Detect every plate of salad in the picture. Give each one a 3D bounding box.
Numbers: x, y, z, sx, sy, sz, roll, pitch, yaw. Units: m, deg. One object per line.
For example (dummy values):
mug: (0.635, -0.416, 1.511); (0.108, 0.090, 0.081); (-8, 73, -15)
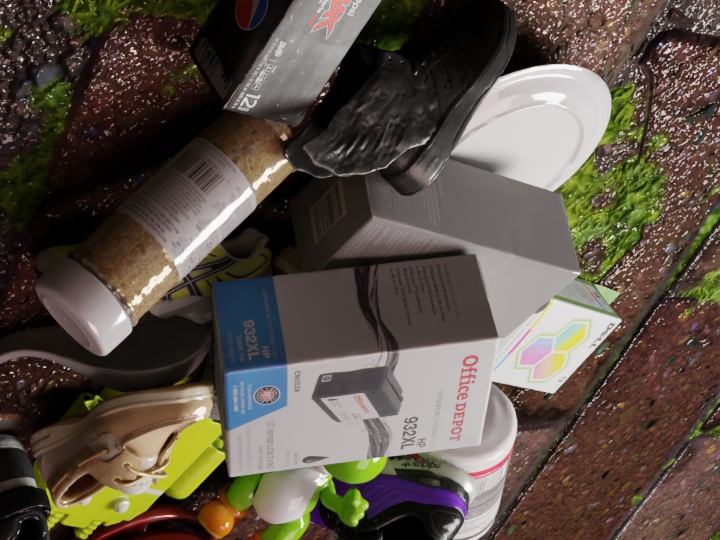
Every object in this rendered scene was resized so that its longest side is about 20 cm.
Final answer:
plate of salad: (0.108, -0.100, 1.202); (0.199, 0.048, 0.201); (-20, 150, -12)

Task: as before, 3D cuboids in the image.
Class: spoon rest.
spoon rest: (-0.207, 0.068, 1.120); (0.199, 0.099, 0.061); (-16, 118, -6)

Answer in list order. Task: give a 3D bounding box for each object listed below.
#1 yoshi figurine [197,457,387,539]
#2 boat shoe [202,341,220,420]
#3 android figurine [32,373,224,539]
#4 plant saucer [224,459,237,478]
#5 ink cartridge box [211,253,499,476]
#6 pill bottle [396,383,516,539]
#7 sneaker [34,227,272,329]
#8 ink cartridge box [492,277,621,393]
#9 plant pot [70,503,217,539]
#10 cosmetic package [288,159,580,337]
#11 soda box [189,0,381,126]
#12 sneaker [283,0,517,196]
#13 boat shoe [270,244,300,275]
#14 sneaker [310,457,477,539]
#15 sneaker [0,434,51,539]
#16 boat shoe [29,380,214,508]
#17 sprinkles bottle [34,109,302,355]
yoshi figurine: (-0.047, 0.185, 1.336); (0.200, 0.112, 0.112); (-43, 137, 7)
boat shoe: (-0.057, 0.082, 1.261); (0.200, 0.072, 0.071); (-4, 103, -58)
android figurine: (-0.194, 0.152, 1.263); (0.200, 0.041, 0.182); (-46, 144, 13)
plant saucer: (-0.034, 0.134, 1.389); (0.199, 0.019, 0.070); (-28, 144, -8)
ink cartridge box: (-0.006, 0.072, 1.113); (0.198, 0.084, 0.146); (-6, 142, -8)
pill bottle: (0.088, 0.203, 1.488); (0.110, 0.111, 0.201); (-18, 142, -21)
sneaker: (-0.149, -0.006, 1.102); (0.199, 0.075, 0.077); (6, 108, -46)
ink cartridge box: (0.177, 0.057, 1.432); (0.199, 0.059, 0.104); (16, 122, -47)
plant pot: (-0.183, 0.322, 1.346); (0.199, 0.183, 0.201); (-22, 144, -17)
cosmetic package: (0.058, -0.023, 1.154); (0.199, 0.091, 0.107); (13, 141, -33)
soda box: (-0.027, -0.193, 0.971); (0.070, 0.063, 0.200); (9, 127, -45)
sneaker: (0.031, -0.134, 1.058); (0.104, 0.060, 0.201); (38, 71, -28)
boat shoe: (0.000, 0.000, 1.228); (0.076, 0.072, 0.200); (-55, 152, 8)
sneaker: (0.004, 0.229, 1.394); (0.199, 0.100, 0.070); (-6, 131, 28)
sneaker: (-0.309, 0.238, 1.207); (0.073, 0.112, 0.201); (1, 132, -38)
boat shoe: (-0.170, 0.131, 1.104); (0.073, 0.070, 0.199); (-4, 166, -43)
sprinkles bottle: (-0.127, -0.033, 1.021); (0.200, 0.068, 0.068); (-45, 149, -20)
